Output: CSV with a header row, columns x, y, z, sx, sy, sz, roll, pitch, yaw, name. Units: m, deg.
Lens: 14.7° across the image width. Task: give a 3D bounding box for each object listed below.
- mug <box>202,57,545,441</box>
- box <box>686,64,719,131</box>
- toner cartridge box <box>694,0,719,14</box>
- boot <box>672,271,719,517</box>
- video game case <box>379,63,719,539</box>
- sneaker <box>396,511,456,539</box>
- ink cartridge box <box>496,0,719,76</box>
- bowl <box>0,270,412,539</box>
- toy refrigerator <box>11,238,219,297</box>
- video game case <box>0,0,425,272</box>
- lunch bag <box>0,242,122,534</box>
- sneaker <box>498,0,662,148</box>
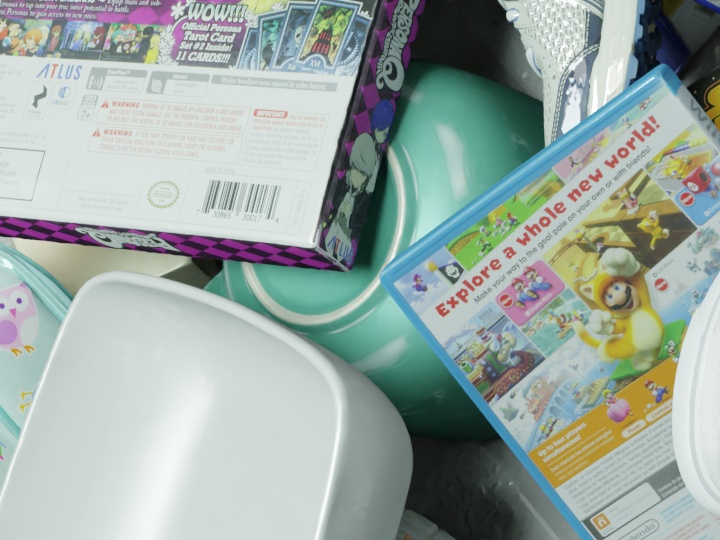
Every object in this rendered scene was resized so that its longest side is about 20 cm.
x,y,z,sx,sy,sz,roll,pitch,yaw,name
0.009,0.002,1.162,0.152,0.114,0.185,43,106,35,mug
0.205,-0.042,1.066,0.200,0.040,0.138,-33,63,28,box
0.165,-0.208,1.079,0.095,0.043,0.201,-10,74,34,toner cartridge box
0.176,-0.003,0.972,0.201,0.073,0.096,-66,8,-4,boot
0.120,0.041,1.058,0.143,0.018,0.200,-36,96,27,video game case
0.022,0.151,1.122,0.199,0.080,0.074,17,119,42,sneaker
0.109,-0.194,1.173,0.200,0.047,0.198,-50,56,16,ink cartridge box
-0.061,0.113,1.099,0.200,0.074,0.201,22,94,50,bowl
-0.136,-0.068,1.298,0.076,0.070,0.201,-25,72,6,toy refrigerator
-0.069,-0.096,1.146,0.199,0.036,0.182,5,72,33,video game case
-0.173,0.065,1.255,0.200,0.160,0.077,-9,39,54,lunch bag
0.075,-0.121,1.099,0.085,0.077,0.201,0,75,12,sneaker
